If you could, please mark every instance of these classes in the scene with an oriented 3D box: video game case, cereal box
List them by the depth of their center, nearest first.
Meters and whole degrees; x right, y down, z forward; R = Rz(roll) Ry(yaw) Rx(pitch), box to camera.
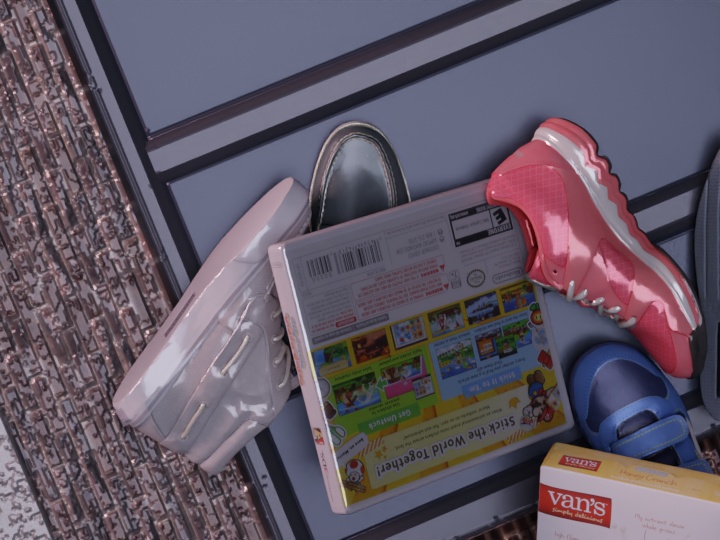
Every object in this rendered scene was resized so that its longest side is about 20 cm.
[{"bbox_3d":[0.043,0.046,1.704,0.200,0.023,0.182,-18,97,-34],"label":"video game case"},{"bbox_3d":[0.187,0.220,1.709,0.144,0.040,0.200,10,119,19],"label":"cereal box"}]

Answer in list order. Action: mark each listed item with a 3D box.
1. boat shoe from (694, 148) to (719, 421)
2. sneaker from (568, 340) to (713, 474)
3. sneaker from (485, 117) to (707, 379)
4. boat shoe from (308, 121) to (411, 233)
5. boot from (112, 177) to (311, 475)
[{"bbox_3d":[0.272,0.006,1.757,0.062,0.072,0.201,-2,99,-31],"label":"boat shoe"},{"bbox_3d":[0.207,0.141,1.744,0.074,0.082,0.200,-26,96,-2],"label":"sneaker"},{"bbox_3d":[0.156,-0.001,1.728,0.087,0.074,0.200,-34,90,-14],"label":"sneaker"},{"bbox_3d":[0.000,0.000,1.718,0.073,0.062,0.201,3,93,-4],"label":"boat shoe"},{"bbox_3d":[-0.073,0.040,1.717,0.095,0.074,0.200,35,98,-14],"label":"boot"}]
